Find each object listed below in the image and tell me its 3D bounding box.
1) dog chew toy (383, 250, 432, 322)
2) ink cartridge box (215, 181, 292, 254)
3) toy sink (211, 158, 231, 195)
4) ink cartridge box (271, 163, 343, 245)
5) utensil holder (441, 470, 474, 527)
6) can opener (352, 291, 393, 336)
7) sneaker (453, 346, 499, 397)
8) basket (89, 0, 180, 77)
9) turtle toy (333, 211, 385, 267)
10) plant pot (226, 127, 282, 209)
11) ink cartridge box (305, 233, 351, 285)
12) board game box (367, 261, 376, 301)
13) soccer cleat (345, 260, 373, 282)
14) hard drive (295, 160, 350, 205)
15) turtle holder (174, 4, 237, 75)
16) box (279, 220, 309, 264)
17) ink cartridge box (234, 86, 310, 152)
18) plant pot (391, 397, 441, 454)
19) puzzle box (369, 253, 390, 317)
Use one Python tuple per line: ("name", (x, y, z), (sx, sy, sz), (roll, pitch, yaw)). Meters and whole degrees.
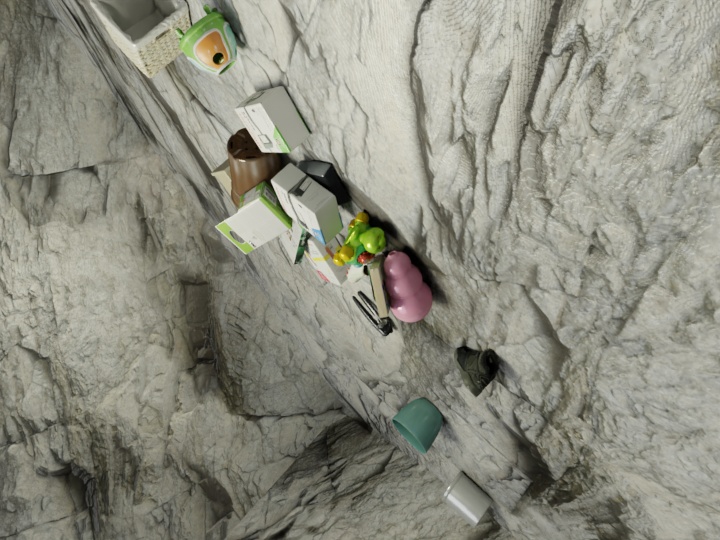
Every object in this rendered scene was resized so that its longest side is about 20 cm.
("dog chew toy", (0.121, 0.039, 1.475), (0.123, 0.123, 0.204), (18, 138, 56))
("ink cartridge box", (-0.326, -0.158, 1.661), (0.148, 0.196, 0.077), (45, -150, -37))
("toy sink", (-0.438, -0.349, 1.949), (0.113, 0.130, 0.198), (54, 160, -23))
("ink cartridge box", (-0.151, -0.190, 1.542), (0.199, 0.084, 0.146), (39, 161, 29))
("utensil holder", (0.522, 1.119, 2.637), (0.198, 0.170, 0.171), (36, 159, 24))
("can opener", (0.041, 0.161, 1.979), (0.200, 0.063, 0.079), (44, 162, 11))
("sneaker", (0.330, 0.260, 1.524), (0.076, 0.114, 0.200), (46, -170, -15))
("basket", (-0.602, -0.700, 1.522), (0.200, 0.198, 0.161), (43, 166, 9))
("turtle toy", (0.006, -0.076, 1.500), (0.099, 0.149, 0.200), (28, 164, -10))
("plant pot", (-0.324, -0.320, 1.679), (0.199, 0.199, 0.201), (38, 151, 25))
("ink cartridge box", (-0.125, -0.060, 1.883), (0.144, 0.083, 0.202), (17, 144, 56))
("board game box", (0.046, 0.040, 1.617), (0.200, 0.023, 0.108), (49, -148, -81))
("soccer cleat", (0.000, 0.000, 1.751), (0.077, 0.069, 0.201), (39, 157, 13))
("hard drive", (-0.117, -0.248, 1.554), (0.198, 0.042, 0.137), (21, 147, 55))
("turtle holder", (-0.382, -0.565, 1.370), (0.133, 0.141, 0.184), (51, 160, -15))
("box", (-0.221, -0.144, 1.824), (0.146, 0.035, 0.203), (57, 144, 33))
("ink cartridge box", (-0.240, -0.403, 1.459), (0.198, 0.084, 0.147), (18, 146, 56))
("plant pot", (0.255, 0.647, 2.306), (0.200, 0.161, 0.202), (41, 161, 17))
("puzzle box", (0.060, 0.037, 1.512), (0.200, 0.025, 0.137), (-59, -42, -76))
